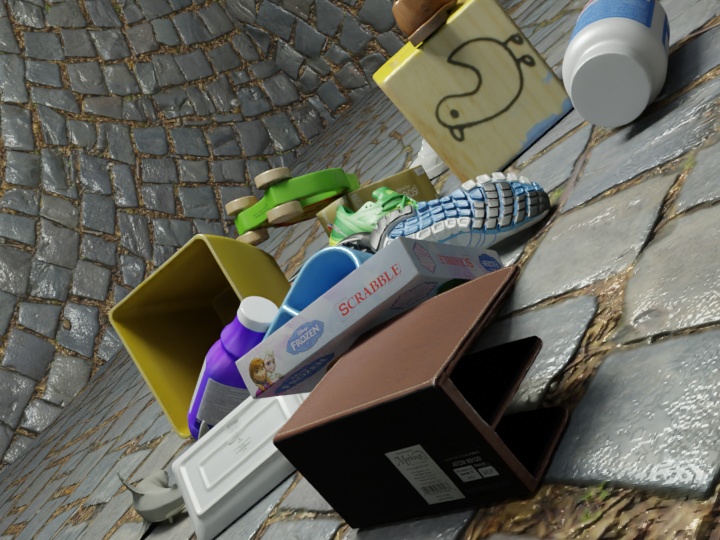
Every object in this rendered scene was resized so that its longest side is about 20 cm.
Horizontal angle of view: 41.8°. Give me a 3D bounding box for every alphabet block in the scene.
[{"bbox_3d":[0.153,-0.257,1.328,0.195,0.200,0.196,-42,12,7],"label":"alphabet block"}]

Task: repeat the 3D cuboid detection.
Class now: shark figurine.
[{"bbox_3d":[-0.245,0.258,1.132,0.214,0.089,0.128,-32,18,49],"label":"shark figurine"}]

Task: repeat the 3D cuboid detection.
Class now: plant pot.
[{"bbox_3d":[-0.179,0.075,1.280,0.200,0.200,0.176,-37,-8,26],"label":"plant pot"}]

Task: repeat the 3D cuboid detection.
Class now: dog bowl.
[{"bbox_3d":[-0.045,0.063,1.033,0.111,0.050,0.201,25,85,40],"label":"dog bowl"}]

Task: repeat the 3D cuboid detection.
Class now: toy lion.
[{"bbox_3d":[-0.077,-0.098,1.307,0.191,0.069,0.200,-18,-5,-28],"label":"toy lion"}]

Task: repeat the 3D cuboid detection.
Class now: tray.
[{"bbox_3d":[-0.117,0.182,0.979,0.200,0.022,0.108,-41,50,11],"label":"tray"}]

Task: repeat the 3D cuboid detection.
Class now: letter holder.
[{"bbox_3d":[0.054,0.095,0.701,0.200,0.101,0.142,-29,17,49],"label":"letter holder"}]

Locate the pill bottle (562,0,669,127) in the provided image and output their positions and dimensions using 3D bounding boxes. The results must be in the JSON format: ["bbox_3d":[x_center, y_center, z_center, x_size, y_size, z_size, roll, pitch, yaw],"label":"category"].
[{"bbox_3d":[0.284,-0.236,1.049,0.112,0.112,0.200,-35,14,33],"label":"pill bottle"}]

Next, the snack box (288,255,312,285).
[{"bbox_3d":[-0.077,0.023,1.495,0.116,0.037,0.200,-47,13,-15],"label":"snack box"}]

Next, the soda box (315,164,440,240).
[{"bbox_3d":[0.029,-0.090,1.336,0.068,0.064,0.200,-30,-2,39],"label":"soda box"}]

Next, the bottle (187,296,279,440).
[{"bbox_3d":[-0.145,0.121,1.113,0.065,0.083,0.201,-99,26,-53],"label":"bottle"}]

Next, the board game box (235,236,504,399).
[{"bbox_3d":[0.019,0.047,0.871,0.200,0.041,0.199,-38,-21,25],"label":"board game box"}]

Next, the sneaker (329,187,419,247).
[{"bbox_3d":[0.046,-0.066,1.179,0.199,0.084,0.074,-7,-10,27],"label":"sneaker"}]

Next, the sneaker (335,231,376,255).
[{"bbox_3d":[0.000,0.000,1.161,0.090,0.070,0.200,-45,-11,-35],"label":"sneaker"}]

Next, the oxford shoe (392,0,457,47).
[{"bbox_3d":[0.084,-0.364,1.279,0.071,0.071,0.200,-39,11,23],"label":"oxford shoe"}]

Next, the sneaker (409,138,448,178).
[{"bbox_3d":[0.120,-0.223,1.524,0.200,0.116,0.074,-30,19,51],"label":"sneaker"}]

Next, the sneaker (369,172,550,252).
[{"bbox_3d":[0.116,-0.043,1.040,0.199,0.087,0.075,-15,51,21],"label":"sneaker"}]
